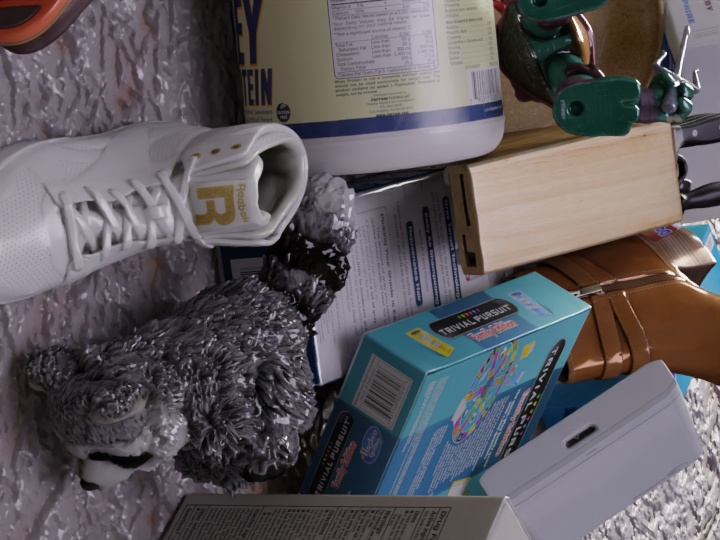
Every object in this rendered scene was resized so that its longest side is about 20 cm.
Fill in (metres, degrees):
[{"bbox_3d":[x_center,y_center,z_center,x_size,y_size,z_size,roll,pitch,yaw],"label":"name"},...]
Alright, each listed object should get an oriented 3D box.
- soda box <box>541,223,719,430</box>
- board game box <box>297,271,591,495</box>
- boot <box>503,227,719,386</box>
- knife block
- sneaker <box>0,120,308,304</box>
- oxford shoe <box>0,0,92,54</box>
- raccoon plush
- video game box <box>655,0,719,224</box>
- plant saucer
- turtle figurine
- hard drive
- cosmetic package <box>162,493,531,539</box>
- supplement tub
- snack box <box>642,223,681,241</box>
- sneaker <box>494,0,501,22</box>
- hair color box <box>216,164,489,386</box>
[{"bbox_3d":[0.197,0.054,1.625,0.200,0.068,0.064,-57,133,-42],"label":"soda box"},{"bbox_3d":[0.045,0.091,1.345,0.200,0.047,0.151,-18,135,-57],"label":"board game box"},{"bbox_3d":[0.201,0.048,1.515,0.155,0.200,0.077,-13,143,-33],"label":"boot"},{"bbox_3d":[0.148,-0.054,1.331,0.200,0.175,0.064,-44,125,-76],"label":"knife block"},{"bbox_3d":[-0.108,-0.035,1.118,0.200,0.115,0.074,-32,116,-51],"label":"sneaker"},{"bbox_3d":[-0.123,-0.163,1.144,0.200,0.071,0.073,-60,140,-40],"label":"oxford shoe"},{"bbox_3d":[-0.090,0.022,1.161,0.134,0.097,0.200,34,63,-47],"label":"raccoon plush"},{"bbox_3d":[0.212,-0.161,1.557,0.200,0.047,0.182,81,1,-56],"label":"video game box"},{"bbox_3d":[0.095,-0.138,1.431,0.200,0.035,0.200,-13,123,-21],"label":"plant saucer"},{"bbox_3d":[0.124,-0.134,1.299,0.150,0.101,0.200,53,12,-5],"label":"turtle figurine"},{"bbox_3d":[0.151,0.123,1.453,0.027,0.132,0.200,57,2,20],"label":"hard drive"},{"bbox_3d":[-0.014,0.174,1.172,0.071,0.200,0.105,61,42,-35],"label":"cosmetic package"},{"bbox_3d":[0.000,-0.158,1.262,0.145,0.145,0.200,-16,101,-56],"label":"supplement tub"},{"bbox_3d":[0.165,-0.119,1.556,0.072,0.024,0.200,23,46,-53],"label":"snack box"},{"bbox_3d":[0.070,-0.188,1.455,0.079,0.074,0.200,-39,127,-23],"label":"sneaker"},{"bbox_3d":[0.000,0.000,1.330,0.200,0.060,0.100,-17,101,-56],"label":"hair color box"}]
